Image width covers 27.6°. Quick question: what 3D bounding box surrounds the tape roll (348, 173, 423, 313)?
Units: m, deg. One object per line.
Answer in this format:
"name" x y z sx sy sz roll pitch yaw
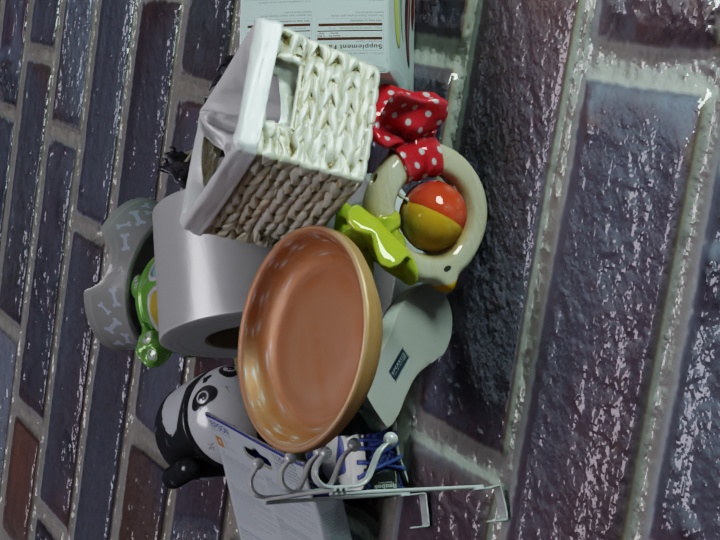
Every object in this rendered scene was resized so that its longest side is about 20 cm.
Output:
"tape roll" 0.000 0.000 1.549 0.203 0.037 0.203 -14 74 59

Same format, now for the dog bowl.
"dog bowl" -0.268 0.010 1.872 0.059 0.200 0.201 11 98 28

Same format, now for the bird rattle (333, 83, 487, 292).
"bird rattle" 0.046 -0.067 1.356 0.113 0.163 0.200 -10 56 53

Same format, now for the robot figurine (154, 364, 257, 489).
"robot figurine" -0.170 0.180 1.732 0.200 0.125 0.151 -28 62 58

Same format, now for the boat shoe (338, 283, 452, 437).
"boat shoe" 0.011 0.085 1.376 0.093 0.200 0.075 -19 109 37

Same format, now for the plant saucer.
"plant saucer" -0.041 0.061 1.292 0.200 0.037 0.201 -16 69 51

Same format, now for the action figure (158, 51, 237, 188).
"action figure" -0.135 -0.171 1.630 0.200 0.102 0.119 -55 6 0

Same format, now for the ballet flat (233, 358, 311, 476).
"ballet flat" -0.093 0.150 1.614 0.071 0.071 0.201 15 121 59

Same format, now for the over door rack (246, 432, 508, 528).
"over door rack" 0.015 0.192 1.354 0.148 0.200 0.067 -20 59 59

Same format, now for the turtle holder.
"turtle holder" -0.203 0.030 1.753 0.132 0.185 0.141 -22 85 57

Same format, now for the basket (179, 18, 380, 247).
"basket" -0.074 -0.112 1.321 0.200 0.123 0.136 138 144 -61

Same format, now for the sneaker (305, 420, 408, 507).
"sneaker" 0.014 0.164 1.479 0.115 0.080 0.200 54 139 42

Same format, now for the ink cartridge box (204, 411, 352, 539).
"ink cartridge box" -0.079 0.254 1.563 0.199 0.041 0.200 19 128 51

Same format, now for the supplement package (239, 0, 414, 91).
"supplement package" -0.027 -0.270 1.438 0.191 0.147 0.201 24 -114 -80

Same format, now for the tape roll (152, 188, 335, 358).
"tape roll" -0.111 0.002 1.506 0.203 0.202 0.140 -29 61 55
